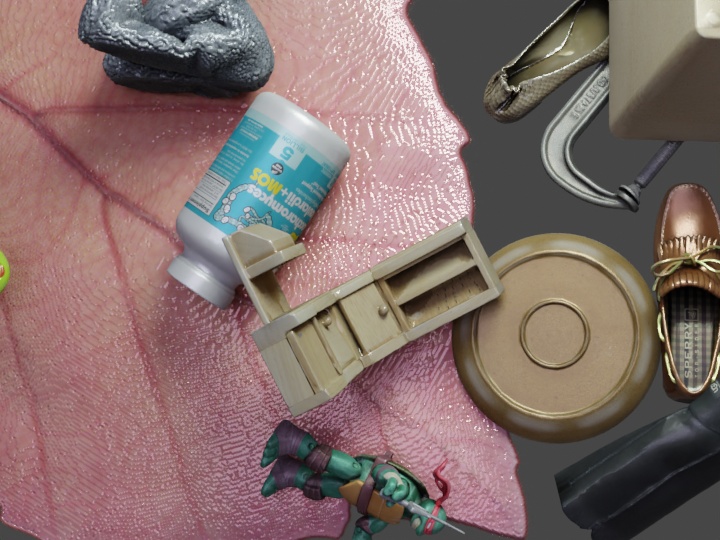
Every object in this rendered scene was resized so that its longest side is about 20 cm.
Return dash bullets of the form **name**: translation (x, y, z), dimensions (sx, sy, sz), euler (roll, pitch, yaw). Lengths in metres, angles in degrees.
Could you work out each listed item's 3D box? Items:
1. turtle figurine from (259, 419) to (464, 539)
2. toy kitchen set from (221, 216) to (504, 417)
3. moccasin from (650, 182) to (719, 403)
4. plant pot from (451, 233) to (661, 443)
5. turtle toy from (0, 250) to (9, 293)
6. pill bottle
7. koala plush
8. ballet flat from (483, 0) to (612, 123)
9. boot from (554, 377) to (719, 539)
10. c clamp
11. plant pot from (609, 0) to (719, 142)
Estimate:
- **turtle figurine**: translation (0.005, 0.214, 1.154), dimensions (0.199, 0.101, 0.151), euler (23, 126, 15)
- **toy kitchen set**: translation (0.000, 0.000, 1.105), dimensions (0.180, 0.200, 0.164), euler (-28, 91, 16)
- **moccasin**: translation (0.298, 0.018, 1.136), dimensions (0.073, 0.078, 0.203), euler (6, 79, 11)
- **plant pot**: translation (0.184, 0.061, 1.179), dimensions (0.198, 0.027, 0.202), euler (-2, 80, 10)
- **turtle toy**: translation (-0.446, 0.006, 1.269), dimensions (0.198, 0.101, 0.147), euler (-3, 80, 10)
- **pill bottle**: translation (-0.104, -0.063, 1.212), dimensions (0.110, 0.111, 0.201), euler (33, 88, 14)
- **koala plush**: translation (-0.163, -0.287, 1.240), dimensions (0.182, 0.177, 0.202), euler (9, 82, 0)
- **ballet flat**: translation (0.198, -0.220, 1.210), dimensions (0.200, 0.046, 0.068), euler (-39, 61, 3)
- **boot**: translation (0.295, 0.193, 1.108), dimensions (0.200, 0.066, 0.165), euler (-37, 107, 12)
- **c clamp**: translation (0.278, -0.134, 1.193), dimensions (0.200, 0.027, 0.171), euler (-44, 76, 0)
- **plant pot**: translation (0.335, -0.235, 1.102), dimensions (0.198, 0.177, 0.202), euler (2, 79, 0)
